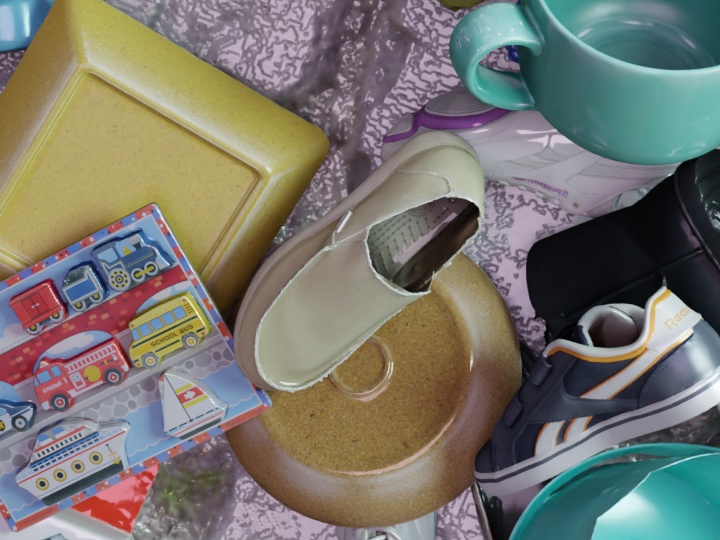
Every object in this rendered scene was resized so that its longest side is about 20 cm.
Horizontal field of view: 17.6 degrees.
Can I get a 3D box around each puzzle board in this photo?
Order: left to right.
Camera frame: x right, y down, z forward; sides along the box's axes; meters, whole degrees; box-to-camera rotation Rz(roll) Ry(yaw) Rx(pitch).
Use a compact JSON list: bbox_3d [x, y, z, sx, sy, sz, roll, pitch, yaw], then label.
[{"bbox_3d":[-0.176,0.065,1.466,0.200,0.017,0.151,-26,101,17],"label":"puzzle board"}]

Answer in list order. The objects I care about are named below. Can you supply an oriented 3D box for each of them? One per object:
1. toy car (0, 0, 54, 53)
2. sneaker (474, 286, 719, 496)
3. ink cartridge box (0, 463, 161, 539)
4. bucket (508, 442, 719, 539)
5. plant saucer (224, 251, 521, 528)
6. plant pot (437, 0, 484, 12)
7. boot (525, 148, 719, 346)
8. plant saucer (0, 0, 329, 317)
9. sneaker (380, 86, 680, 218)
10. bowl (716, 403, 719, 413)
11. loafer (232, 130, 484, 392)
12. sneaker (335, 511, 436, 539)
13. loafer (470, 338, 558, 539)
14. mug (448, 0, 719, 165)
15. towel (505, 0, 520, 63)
[{"bbox_3d":[-0.287,-0.220,1.423,0.177,0.200,0.184,-7,94,6],"label":"toy car"},{"bbox_3d":[0.134,0.069,1.392,0.200,0.078,0.079,-30,96,39],"label":"sneaker"},{"bbox_3d":[-0.243,0.144,1.534,0.200,0.044,0.174,23,98,3],"label":"ink cartridge box"},{"bbox_3d":[0.190,0.206,1.424,0.207,0.135,0.207,1,86,-19],"label":"bucket"},{"bbox_3d":[0.001,0.062,1.476,0.200,0.035,0.200,-2,76,9],"label":"plant saucer"},{"bbox_3d":[0.039,-0.264,1.408,0.184,0.200,0.200,42,98,-11],"label":"plant pot"},{"bbox_3d":[0.200,0.042,1.428,0.168,0.076,0.200,-34,80,45],"label":"boot"},{"bbox_3d":[-0.150,-0.045,1.476,0.200,0.048,0.200,30,102,-12],"label":"plant saucer"},{"bbox_3d":[0.112,-0.070,1.465,0.200,0.075,0.100,-5,117,16],"label":"sneaker"},{"bbox_3d":[0.319,0.041,1.430,0.201,0.090,0.201,3,94,42],"label":"bowl"},{"bbox_3d":[0.000,0.000,1.414,0.076,0.068,0.200,37,100,-28],"label":"loafer"},{"bbox_3d":[0.018,0.174,1.498,0.073,0.071,0.200,-10,95,6],"label":"sneaker"},{"bbox_3d":[0.103,0.140,1.491,0.072,0.063,0.200,-10,95,8],"label":"loafer"},{"bbox_3d":[0.153,-0.141,1.364,0.185,0.114,0.152,13,57,6],"label":"mug"},{"bbox_3d":[0.190,-0.203,1.471,0.145,0.024,0.200,22,97,2],"label":"towel"}]
